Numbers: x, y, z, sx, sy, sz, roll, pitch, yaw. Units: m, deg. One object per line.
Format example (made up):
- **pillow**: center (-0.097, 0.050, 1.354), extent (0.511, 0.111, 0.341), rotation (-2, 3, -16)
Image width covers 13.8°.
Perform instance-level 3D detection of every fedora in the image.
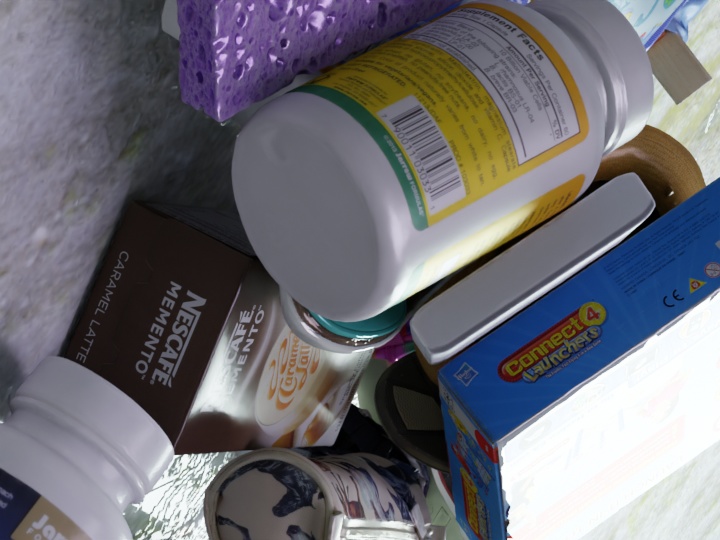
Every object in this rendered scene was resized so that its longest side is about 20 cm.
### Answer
- **fedora**: center (0.102, -0.016, 1.697), extent (0.200, 0.082, 0.201), rotation (-16, 133, -18)

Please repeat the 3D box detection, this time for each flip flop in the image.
- **flip flop**: center (0.067, 0.083, 1.782), extent (0.057, 0.081, 0.200), rotation (-23, 173, 31)

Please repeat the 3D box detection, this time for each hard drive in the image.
- **hard drive**: center (0.085, 0.002, 1.533), extent (0.132, 0.027, 0.200), rotation (-34, 176, -1)

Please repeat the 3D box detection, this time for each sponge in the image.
- **sponge**: center (-0.006, -0.156, 1.392), extent (0.200, 0.030, 0.112), rotation (-29, 133, -38)

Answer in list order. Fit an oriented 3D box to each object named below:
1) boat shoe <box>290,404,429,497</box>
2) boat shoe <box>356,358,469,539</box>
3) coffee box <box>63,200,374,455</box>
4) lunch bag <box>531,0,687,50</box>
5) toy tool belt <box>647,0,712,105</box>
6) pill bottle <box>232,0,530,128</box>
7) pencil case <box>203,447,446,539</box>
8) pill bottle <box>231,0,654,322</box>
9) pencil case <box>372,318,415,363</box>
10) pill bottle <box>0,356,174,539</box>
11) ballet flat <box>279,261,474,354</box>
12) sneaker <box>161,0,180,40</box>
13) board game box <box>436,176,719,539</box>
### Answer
- **boat shoe**: center (-0.005, 0.148, 1.830), extent (0.075, 0.093, 0.200), rotation (-52, 155, -23)
- **boat shoe**: center (0.063, 0.128, 1.829), extent (0.062, 0.200, 0.071), rotation (-22, 160, -25)
- **coffee box**: center (-0.066, 0.032, 1.588), extent (0.200, 0.080, 0.115), rotation (2, 112, -65)
- **lunch bag**: center (0.092, -0.141, 1.693), extent (0.200, 0.127, 0.170), rotation (-50, 161, 8)
- **toy tool belt**: center (0.201, -0.207, 1.834), extent (0.200, 0.123, 0.125), rotation (-60, 157, -7)
- **pill bottle**: center (0.023, -0.145, 1.542), extent (0.200, 0.112, 0.112), rotation (-53, 156, -21)
- **pencil case**: center (-0.019, 0.138, 1.643), extent (0.200, 0.089, 0.078), rotation (14, 76, -73)
- **pill bottle**: center (0.045, -0.063, 1.427), extent (0.200, 0.113, 0.113), rotation (-29, 142, -35)
- **pencil case**: center (0.050, 0.020, 1.813), extent (0.200, 0.088, 0.089), rotation (11, 106, -63)
- **pill bottle**: center (-0.179, 0.143, 1.432), extent (0.200, 0.111, 0.111), rotation (-54, 156, -19)
- **ballet flat**: center (0.000, 0.000, 1.516), extent (0.200, 0.069, 0.070), rotation (-32, 143, -55)
- **sneaker**: center (-0.029, -0.162, 1.455), extent (0.199, 0.079, 0.130), rotation (-29, 142, -52)
- **board game box**: center (0.141, 0.065, 1.667), extent (0.200, 0.056, 0.196), rotation (-33, 154, -13)
